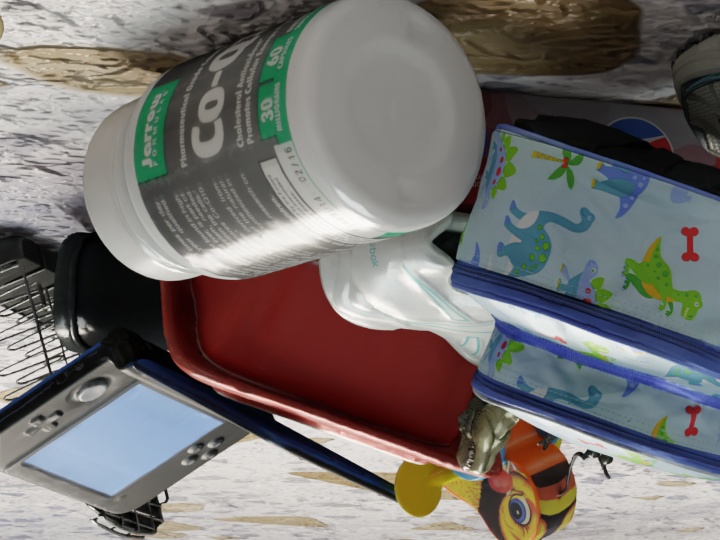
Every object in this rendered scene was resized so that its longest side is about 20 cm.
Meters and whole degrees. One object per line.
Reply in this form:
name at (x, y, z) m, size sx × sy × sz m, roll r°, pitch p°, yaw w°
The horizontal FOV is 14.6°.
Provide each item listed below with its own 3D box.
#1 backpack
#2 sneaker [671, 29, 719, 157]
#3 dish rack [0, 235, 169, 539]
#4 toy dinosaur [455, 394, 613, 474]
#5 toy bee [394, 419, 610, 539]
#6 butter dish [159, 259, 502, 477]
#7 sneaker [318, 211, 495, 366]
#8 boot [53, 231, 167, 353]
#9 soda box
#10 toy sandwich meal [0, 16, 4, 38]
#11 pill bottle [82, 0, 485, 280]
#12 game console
backpack at (0.137, 0.017, 1.331) m, size 0.183 × 0.147 × 0.200 m, roll 19°, pitch 177°, yaw 27°
sneaker at (0.197, -0.073, 1.335) m, size 0.077 × 0.087 × 0.200 m, roll 2°, pitch 168°, yaw -9°
dish rack at (-0.187, 0.079, 1.805) m, size 0.054 × 0.201 × 0.153 m, roll -22°, pitch 162°, yaw 14°
toy dinosaur at (0.137, 0.054, 1.461) m, size 0.200 × 0.088 × 0.047 m, roll -33°, pitch 135°, yaw 4°
toy bee at (0.079, 0.122, 1.643) m, size 0.131 × 0.109 × 0.200 m, roll -8°, pitch -158°, yaw -21°
butter dish at (0.000, 0.000, 1.562) m, size 0.199 × 0.148 × 0.200 m, roll 19°, pitch -161°, yaw -13°
sneaker at (0.072, 0.010, 1.467) m, size 0.080 × 0.071 × 0.200 m, roll -14°, pitch 162°, yaw 41°
boot at (-0.089, 0.019, 1.779) m, size 0.168 × 0.077 × 0.200 m, roll 0°, pitch 174°, yaw 15°
soda box at (0.104, -0.053, 1.488) m, size 0.199 × 0.064 × 0.070 m, roll 5°, pitch 167°, yaw -16°
toy sandwich meal at (-0.257, -0.099, 1.278) m, size 0.204 × 0.071 × 0.205 m, roll 1°, pitch 167°, yaw 0°
pill bottle at (-0.042, -0.057, 1.359) m, size 0.113 × 0.114 × 0.200 m, roll 10°, pitch 164°, yaw -36°
game console at (-0.097, 0.116, 1.619) m, size 0.170 × 0.119 × 0.200 m, roll -34°, pitch 155°, yaw 11°
